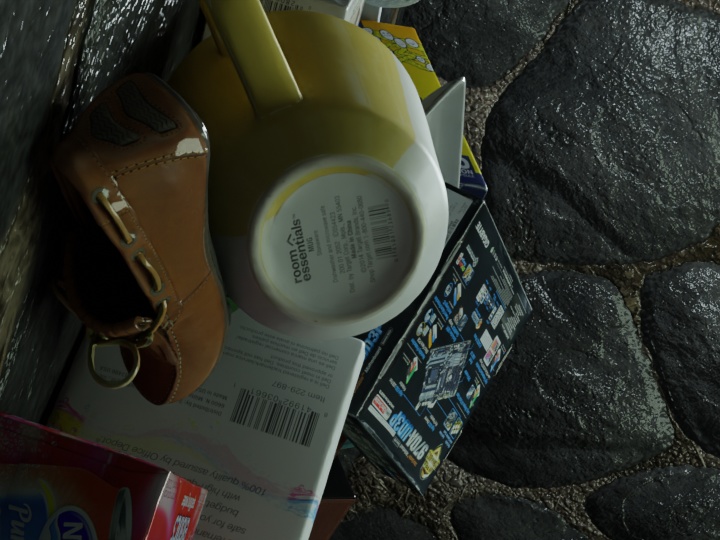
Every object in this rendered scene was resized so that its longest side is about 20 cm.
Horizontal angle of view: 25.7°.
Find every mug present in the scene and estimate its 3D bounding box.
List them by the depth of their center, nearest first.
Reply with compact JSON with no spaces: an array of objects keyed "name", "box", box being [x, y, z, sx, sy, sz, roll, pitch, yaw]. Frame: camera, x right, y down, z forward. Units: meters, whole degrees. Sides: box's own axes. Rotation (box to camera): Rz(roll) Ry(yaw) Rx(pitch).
[{"name":"mug","box":[-0.039,-0.049,0.772,0.150,0.186,0.153,-53,-159,11]}]

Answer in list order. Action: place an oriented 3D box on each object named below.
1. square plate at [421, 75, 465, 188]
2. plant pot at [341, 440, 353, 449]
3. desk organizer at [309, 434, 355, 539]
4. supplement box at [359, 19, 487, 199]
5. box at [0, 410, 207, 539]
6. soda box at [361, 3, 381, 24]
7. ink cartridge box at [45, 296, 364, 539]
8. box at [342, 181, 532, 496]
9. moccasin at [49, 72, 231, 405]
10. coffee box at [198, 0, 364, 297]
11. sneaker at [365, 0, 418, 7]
[{"name":"square plate","box":[0.000,0.000,0.997,0.200,0.028,0.198,-45,151,-37]},{"name":"plant pot","box":[-0.041,0.058,1.702,0.188,0.199,0.200,85,18,-44]},{"name":"desk organizer","box":[-0.032,0.125,1.165,0.200,0.077,0.072,-59,-139,35]},{"name":"supplement box","box":[0.000,-0.087,1.149,0.200,0.109,0.110,-110,-147,-46]},{"name":"box","box":[-0.127,0.118,0.643,0.200,0.095,0.100,100,9,-79]},{"name":"soda box","box":[-0.013,-0.226,1.194,0.200,0.068,0.064,103,-4,-74]},{"name":"ink cartridge box","box":[-0.096,0.116,0.823,0.088,0.145,0.200,108,0,-56]},{"name":"box","box":[0.044,0.049,1.045,0.159,0.046,0.200,-59,156,-11]},{"name":"moccasin","box":[-0.101,0.003,0.693,0.078,0.074,0.202,-37,160,-23]},{"name":"coffee box","box":[-0.059,-0.094,0.949,0.113,0.080,0.200,-70,177,-62]},{"name":"sneaker","box":[0.014,-0.270,1.011,0.201,0.072,0.115,74,23,-52]}]
